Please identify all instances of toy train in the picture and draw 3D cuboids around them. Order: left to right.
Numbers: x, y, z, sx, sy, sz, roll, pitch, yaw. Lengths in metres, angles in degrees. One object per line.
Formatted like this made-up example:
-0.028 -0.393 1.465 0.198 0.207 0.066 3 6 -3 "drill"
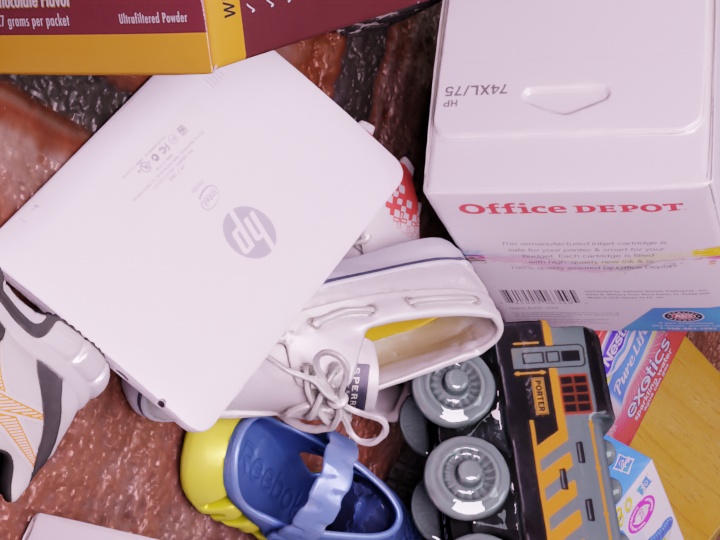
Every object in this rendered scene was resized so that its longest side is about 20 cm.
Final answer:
0.086 0.117 0.863 0.085 0.114 0.200 100 -15 -64 "toy train"

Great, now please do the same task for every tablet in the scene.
-0.072 -0.029 0.769 0.130 0.014 0.200 41 54 -5 "tablet"

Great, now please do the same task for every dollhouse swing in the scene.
0.194 0.182 1.206 0.182 0.176 0.200 48 43 7 "dollhouse swing"

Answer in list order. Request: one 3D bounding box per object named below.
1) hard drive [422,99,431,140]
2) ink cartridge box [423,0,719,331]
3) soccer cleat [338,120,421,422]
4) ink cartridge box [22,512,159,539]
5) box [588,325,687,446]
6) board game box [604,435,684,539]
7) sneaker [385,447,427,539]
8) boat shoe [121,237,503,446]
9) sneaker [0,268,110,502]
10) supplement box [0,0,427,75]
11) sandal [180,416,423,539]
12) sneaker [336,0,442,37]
0.116 -0.100 1.065 0.200 0.033 0.140 41 62 -48 "hard drive"
0.135 -0.067 0.889 0.200 0.147 0.146 53 41 -61 "ink cartridge box"
0.000 0.000 0.889 0.085 0.069 0.200 -60 142 -36 "soccer cleat"
-0.058 0.194 0.761 0.200 0.148 0.086 43 60 -48 "ink cartridge box"
0.134 0.043 1.019 0.095 0.100 0.200 43 72 -48 "box"
0.118 0.224 0.964 0.196 0.056 0.200 -50 141 -17 "board game box"
0.071 0.168 0.996 0.091 0.076 0.200 -39 134 -34 "sneaker"
-0.014 0.049 0.803 0.202 0.086 0.075 -15 138 -29 "boat shoe"
-0.178 0.027 0.640 0.200 0.074 0.080 47 60 -44 "sneaker"
-0.065 -0.203 0.716 0.200 0.133 0.197 -27 116 -50 "supplement box"
-0.013 0.134 0.870 0.200 0.087 0.080 40 60 -51 "sandal"
0.034 -0.201 0.926 0.085 0.077 0.200 58 46 -13 "sneaker"
